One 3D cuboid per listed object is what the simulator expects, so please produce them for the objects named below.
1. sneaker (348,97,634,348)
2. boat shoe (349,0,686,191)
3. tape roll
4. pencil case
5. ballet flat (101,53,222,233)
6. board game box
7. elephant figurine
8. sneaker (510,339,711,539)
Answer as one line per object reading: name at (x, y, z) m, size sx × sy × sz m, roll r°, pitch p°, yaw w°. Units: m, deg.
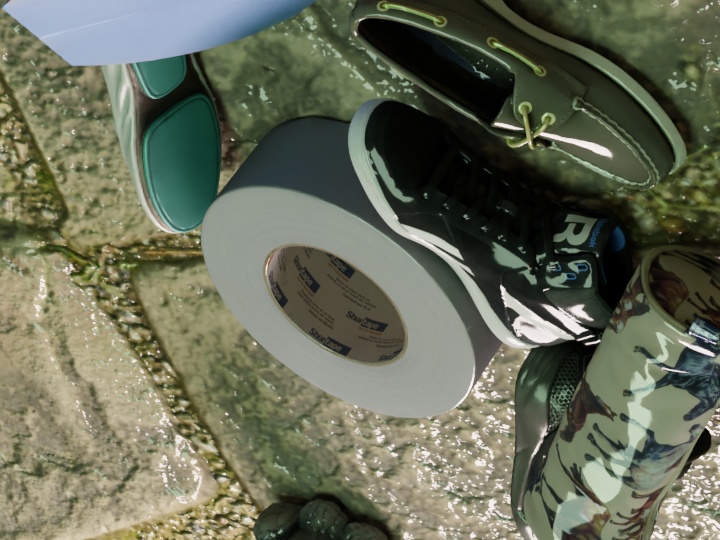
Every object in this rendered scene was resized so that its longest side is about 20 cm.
sneaker at (0.089, -0.035, 1.661) m, size 0.112 × 0.073 × 0.200 m, roll -8°, pitch 136°, yaw 44°
boat shoe at (0.085, -0.101, 1.577) m, size 0.201 × 0.060 × 0.072 m, roll 35°, pitch 149°, yaw 3°
tape roll at (0.000, 0.000, 1.789) m, size 0.200 × 0.066 × 0.201 m, roll 24°, pitch 146°, yaw 18°
pencil case at (0.165, 0.087, 1.663) m, size 0.089 × 0.078 × 0.201 m, roll 39°, pitch 125°, yaw 23°
ballet flat at (-0.132, -0.114, 1.782) m, size 0.069 × 0.069 × 0.201 m, roll 17°, pitch 139°, yaw 28°
board game box at (-0.112, -0.169, 1.621) m, size 0.157 × 0.039 × 0.200 m, roll -14°, pitch 168°, yaw 9°
elephant figurine at (-0.063, 0.273, 2.078) m, size 0.141 × 0.200 × 0.155 m, roll 3°, pitch 136°, yaw 42°
sneaker at (0.156, 0.129, 1.796) m, size 0.114 × 0.076 × 0.200 m, roll 28°, pitch 143°, yaw 25°
